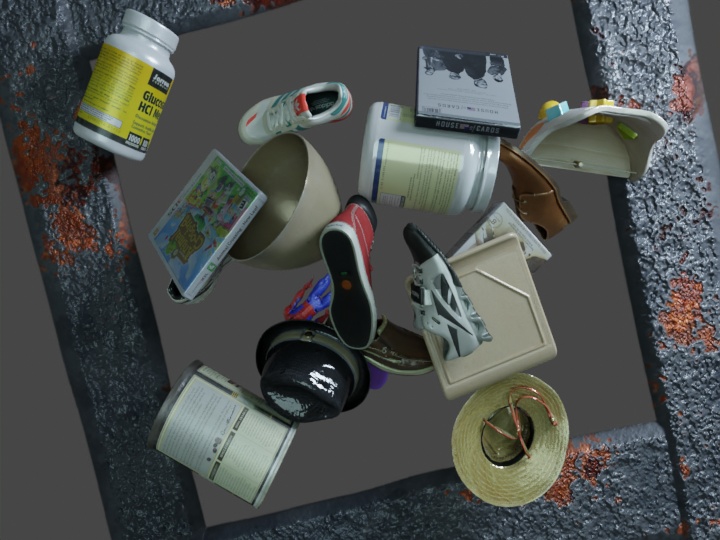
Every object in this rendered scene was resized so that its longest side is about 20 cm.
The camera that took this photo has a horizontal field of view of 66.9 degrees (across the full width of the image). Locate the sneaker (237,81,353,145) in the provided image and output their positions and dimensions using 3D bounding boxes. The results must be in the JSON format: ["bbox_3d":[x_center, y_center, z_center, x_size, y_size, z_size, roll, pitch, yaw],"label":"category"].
[{"bbox_3d":[-0.107,-0.252,0.853,0.193,0.093,0.073,-15,93,3],"label":"sneaker"}]

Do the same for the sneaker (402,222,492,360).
[{"bbox_3d":[0.099,0.035,0.754,0.087,0.074,0.204,-31,96,3],"label":"sneaker"}]

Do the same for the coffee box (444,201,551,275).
[{"bbox_3d":[0.186,0.006,0.864,0.113,0.080,0.200,44,95,-2],"label":"coffee box"}]

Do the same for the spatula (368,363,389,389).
[{"bbox_3d":[-0.045,0.152,0.907,0.193,0.021,0.059,15,99,-2],"label":"spatula"}]

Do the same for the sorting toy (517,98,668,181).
[{"bbox_3d":[0.346,-0.203,0.793,0.192,0.180,0.111,8,95,1],"label":"sorting toy"}]

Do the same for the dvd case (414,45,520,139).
[{"bbox_3d":[0.153,-0.269,0.806,0.144,0.205,0.025,7,139,1],"label":"dvd case"}]

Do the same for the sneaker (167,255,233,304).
[{"bbox_3d":[-0.239,-0.030,0.877,0.074,0.088,0.204,30,93,2],"label":"sneaker"}]

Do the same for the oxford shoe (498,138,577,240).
[{"bbox_3d":[0.257,-0.116,0.827,0.071,0.072,0.199,-43,121,8],"label":"oxford shoe"}]

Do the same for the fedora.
[{"bbox_3d":[-0.084,0.176,0.850,0.193,0.092,0.207,7,121,12],"label":"fedora"}]

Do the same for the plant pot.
[{"bbox_3d":[-0.101,-0.085,0.832,0.133,0.199,0.204,28,97,-41],"label":"plant pot"}]

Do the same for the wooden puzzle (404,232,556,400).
[{"bbox_3d":[0.178,0.070,0.815,0.180,0.037,0.206,-21,97,4],"label":"wooden puzzle"}]

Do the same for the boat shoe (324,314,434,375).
[{"bbox_3d":[0.035,0.111,0.869,0.195,0.076,0.076,10,135,1],"label":"boat shoe"}]

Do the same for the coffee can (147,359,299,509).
[{"bbox_3d":[-0.212,0.258,0.866,0.196,0.146,0.150,29,95,0],"label":"coffee can"}]

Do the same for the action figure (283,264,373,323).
[{"bbox_3d":[-0.068,0.046,0.896,0.200,0.052,0.066,-44,92,7],"label":"action figure"}]

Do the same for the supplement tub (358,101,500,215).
[{"bbox_3d":[0.100,-0.165,0.824,0.192,0.145,0.151,9,94,2],"label":"supplement tub"}]

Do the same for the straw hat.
[{"bbox_3d":[0.232,0.261,0.879,0.193,0.085,0.210,0,91,-3],"label":"straw hat"}]

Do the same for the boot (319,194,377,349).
[{"bbox_3d":[0.000,0.000,0.815,0.070,0.145,0.207,0,117,17],"label":"boot"}]

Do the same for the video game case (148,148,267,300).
[{"bbox_3d":[-0.240,-0.079,0.833,0.184,0.199,0.022,-52,135,2],"label":"video game case"}]

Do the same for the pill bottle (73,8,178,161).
[{"bbox_3d":[-0.359,-0.287,0.851,0.109,0.112,0.206,23,95,1],"label":"pill bottle"}]
